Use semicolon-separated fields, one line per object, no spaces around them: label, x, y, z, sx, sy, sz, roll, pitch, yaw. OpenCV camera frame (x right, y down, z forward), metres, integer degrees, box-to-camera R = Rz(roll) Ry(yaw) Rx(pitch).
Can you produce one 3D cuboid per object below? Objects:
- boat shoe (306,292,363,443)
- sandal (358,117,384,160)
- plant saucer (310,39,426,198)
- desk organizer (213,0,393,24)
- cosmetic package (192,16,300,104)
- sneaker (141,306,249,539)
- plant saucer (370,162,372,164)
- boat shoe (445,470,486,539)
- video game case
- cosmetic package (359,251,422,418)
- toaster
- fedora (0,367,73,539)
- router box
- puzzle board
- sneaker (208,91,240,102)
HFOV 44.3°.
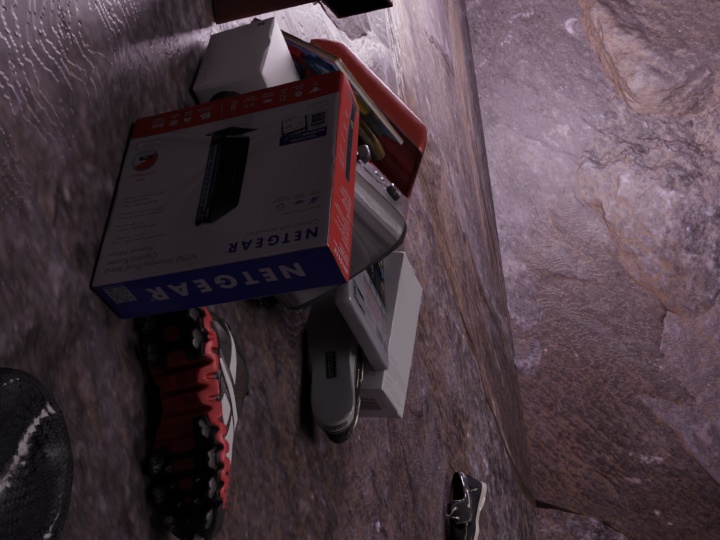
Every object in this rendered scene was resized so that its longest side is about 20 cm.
boat shoe;-0.031;0.114;1.100;0.064;0.069;0.203;75;15;-54
sandal;-0.046;-0.180;1.085;0.054;0.199;0.080;-52;150;-4
plant saucer;0.015;-0.203;1.168;0.200;0.037;0.200;47;-9;7
desk organizer;-0.066;-0.323;0.990;0.072;0.196;0.079;10;73;-72
cosmetic package;-0.099;-0.159;0.980;0.109;0.083;0.202;-83;156;-45
sneaker;-0.130;0.122;0.738;0.098;0.070;0.205;26;54;-67
plant saucer;-0.011;-0.102;1.335;0.200;0.036;0.203;-44;123;-70
boat shoe;0.184;0.465;1.651;0.067;0.072;0.201;36;39;-12
video game case;0.000;0.000;1.074;0.201;0.023;0.185;63;22;-58
cosmetic package;0.024;0.086;1.204;0.113;0.080;0.203;61;34;-55
toaster;-0.059;-0.052;0.922;0.129;0.198;0.115;47;17;-42
fedora;-0.208;0.113;0.439;0.200;0.090;0.205;-11;90;-74
router box;-0.102;-0.062;0.713;0.049;0.196;0.182;60;25;-50
puzzle board;-0.044;-0.227;1.069;0.199;0.017;0.151;39;-5;46
sneaker;-0.136;-0.085;0.831;0.088;0.073;0.204;32;53;-63
